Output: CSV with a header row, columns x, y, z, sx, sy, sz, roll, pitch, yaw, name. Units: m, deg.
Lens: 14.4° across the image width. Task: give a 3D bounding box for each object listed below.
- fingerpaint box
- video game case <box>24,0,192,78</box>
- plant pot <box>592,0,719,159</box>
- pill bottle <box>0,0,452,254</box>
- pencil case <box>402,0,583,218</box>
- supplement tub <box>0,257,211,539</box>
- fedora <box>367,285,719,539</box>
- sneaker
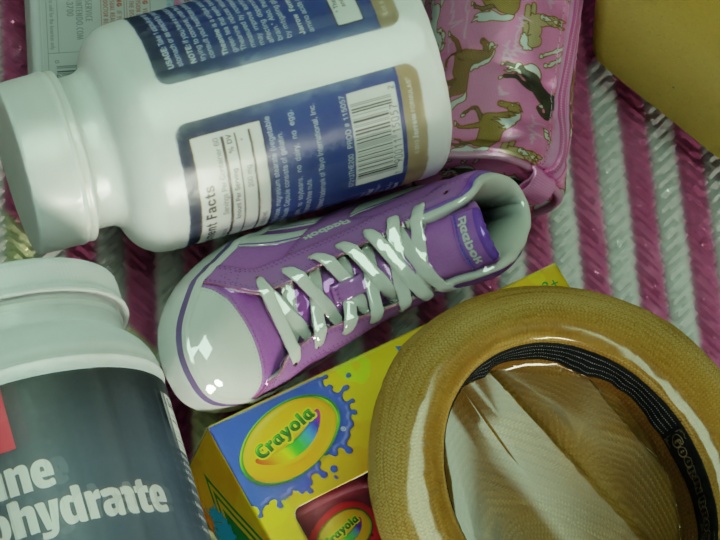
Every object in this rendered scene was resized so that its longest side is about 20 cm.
x,y,z,sx,sy,sz,roll,pitch,yaw,name
0.045,0.114,1.344,0.200,0.073,0.167,-24,74,-22,fingerpaint box
-0.074,-0.132,1.397,0.182,0.024,0.201,-5,102,-16,video game case
0.232,-0.154,1.444,0.200,0.177,0.200,39,53,6,plant pot
-0.067,-0.073,1.340,0.199,0.111,0.111,-16,70,-13,pill bottle
0.074,-0.121,1.453,0.083,0.087,0.200,17,65,-15,pencil case
-0.141,0.110,1.264,0.140,0.140,0.200,-12,70,-18,supplement tub
0.087,0.107,1.272,0.200,0.082,0.201,6,70,-16,fedora
0.000,-0.001,1.330,0.200,0.114,0.073,-33,101,-42,sneaker
